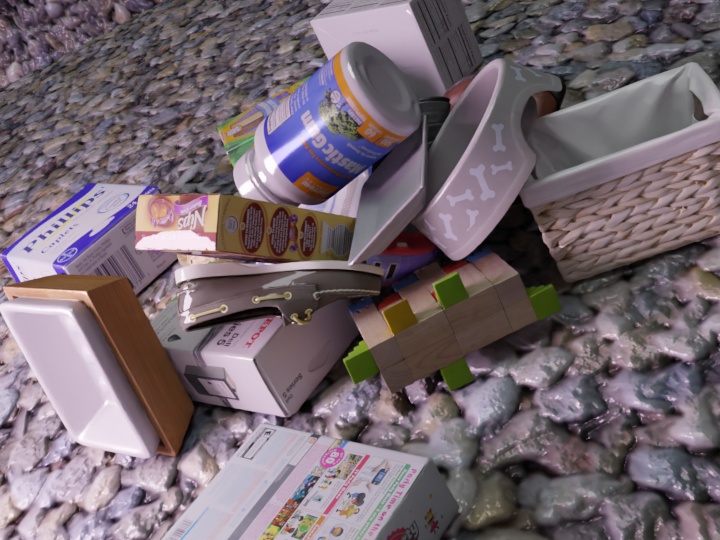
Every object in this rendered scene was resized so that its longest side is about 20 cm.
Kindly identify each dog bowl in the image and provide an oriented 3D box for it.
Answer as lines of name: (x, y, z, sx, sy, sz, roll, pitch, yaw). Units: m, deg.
dog bowl: (0.111, -0.111, 0.959, 0.201, 0.058, 0.200, -60, 9, 17)

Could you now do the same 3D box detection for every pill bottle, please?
pill bottle: (-0.042, -0.139, 1.069, 0.200, 0.112, 0.112, -36, 22, 31)

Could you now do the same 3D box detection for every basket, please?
basket: (0.256, -0.091, 0.969, 0.199, 0.124, 0.136, -18, 30, 14)

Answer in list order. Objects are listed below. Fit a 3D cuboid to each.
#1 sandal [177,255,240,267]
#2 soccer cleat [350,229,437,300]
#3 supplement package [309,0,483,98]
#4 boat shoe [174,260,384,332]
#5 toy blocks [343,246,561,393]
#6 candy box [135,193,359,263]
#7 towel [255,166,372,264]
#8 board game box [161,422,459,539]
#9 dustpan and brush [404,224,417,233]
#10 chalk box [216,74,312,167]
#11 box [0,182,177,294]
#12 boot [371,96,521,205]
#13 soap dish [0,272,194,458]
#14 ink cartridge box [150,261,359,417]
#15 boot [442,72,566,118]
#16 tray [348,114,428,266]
sandal: (-0.202, -0.018, 1.292, 0.077, 0.070, 0.212, -34, 30, -12)
soccer cleat: (0.000, 0.000, 1.076, 0.199, 0.077, 0.067, -4, 17, 34)
supplement package: (0.055, -0.345, 1.512, 0.199, 0.156, 0.111, 4, 42, 44)
boat shoe: (-0.076, 0.024, 0.961, 0.200, 0.061, 0.072, -3, -11, -2)
toy blocks: (0.073, 0.038, 0.964, 0.199, 0.100, 0.137, -26, 18, -2)
candy box: (-0.106, -0.037, 0.988, 0.116, 0.057, 0.199, 3, -1, 39)
towel: (-0.044, -0.058, 1.198, 0.199, 0.024, 0.148, -4, 62, 46)
board game box: (-0.044, 0.206, 0.807, 0.199, 0.064, 0.148, 3, 42, 45)
dustpan and brush: (0.057, -0.078, 1.179, 0.199, 0.057, 0.140, -22, 29, 10)
chalk box: (-0.078, -0.178, 1.391, 0.199, 0.125, 0.124, -29, 28, 1)
box: (-0.373, -0.028, 1.418, 0.199, 0.105, 0.184, 6, 43, 46)
boot: (0.101, -0.130, 1.108, 0.199, 0.133, 0.070, -5, -7, -4)
soap dish: (-0.268, 0.093, 1.039, 0.157, 0.201, 0.081, 1, 33, 42)
ink cartridge box: (-0.121, 0.068, 1.070, 0.199, 0.084, 0.146, 2, 40, 41)
boot: (0.146, -0.160, 1.262, 0.187, 0.069, 0.200, 7, 51, 35)
tray: (0.036, -0.079, 0.992, 0.107, 0.022, 0.200, -48, 15, 24)
